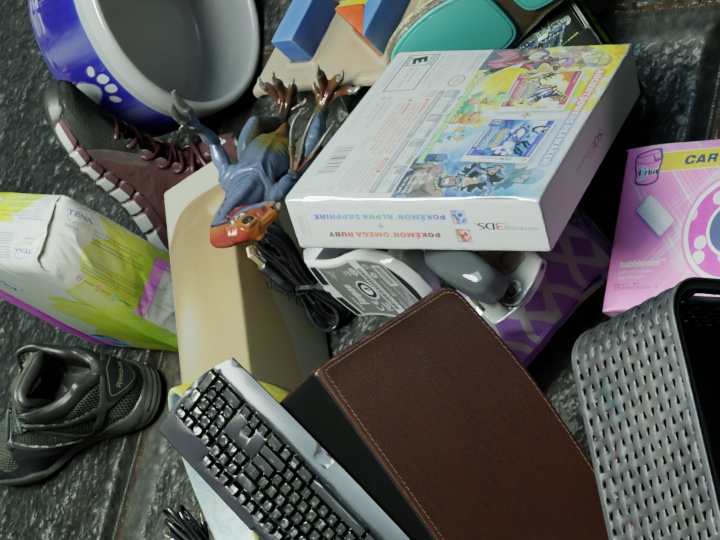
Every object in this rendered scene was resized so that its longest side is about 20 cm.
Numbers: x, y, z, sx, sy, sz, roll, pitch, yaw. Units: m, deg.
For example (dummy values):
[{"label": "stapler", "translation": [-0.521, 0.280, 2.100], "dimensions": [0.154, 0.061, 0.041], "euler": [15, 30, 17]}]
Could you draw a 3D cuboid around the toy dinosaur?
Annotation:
[{"label": "toy dinosaur", "translation": [-0.059, -0.069, 1.427], "dimensions": [0.104, 0.200, 0.182], "euler": [5, 57, 24]}]

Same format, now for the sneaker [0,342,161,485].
[{"label": "sneaker", "translation": [-0.270, 0.115, 1.598], "dimensions": [0.199, 0.114, 0.077], "euler": [-25, 53, 34]}]

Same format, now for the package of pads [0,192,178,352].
[{"label": "package of pads", "translation": [-0.223, 0.004, 1.544], "dimensions": [0.154, 0.200, 0.069], "euler": [3, 70, 43]}]

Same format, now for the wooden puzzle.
[{"label": "wooden puzzle", "translation": [-0.001, -0.227, 1.519], "dimensions": [0.199, 0.046, 0.186], "euler": [-3, 57, 53]}]

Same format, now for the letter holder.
[{"label": "letter holder", "translation": [0.056, 0.132, 1.254], "dimensions": [0.200, 0.142, 0.101], "euler": [54, 143, 6]}]

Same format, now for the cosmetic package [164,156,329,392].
[{"label": "cosmetic package", "translation": [-0.086, 0.024, 1.479], "dimensions": [0.071, 0.105, 0.201], "euler": [-30, 53, 30]}]

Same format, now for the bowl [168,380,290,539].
[{"label": "bowl", "translation": [-0.047, 0.154, 1.351], "dimensions": [0.107, 0.201, 0.200], "euler": [-23, 45, -14]}]

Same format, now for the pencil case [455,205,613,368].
[{"label": "pencil case", "translation": [0.100, 0.038, 1.322], "dimensions": [0.085, 0.084, 0.200], "euler": [42, 102, 17]}]

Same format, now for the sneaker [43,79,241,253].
[{"label": "sneaker", "translation": [-0.156, -0.099, 1.552], "dimensions": [0.115, 0.200, 0.076], "euler": [-30, 34, 16]}]

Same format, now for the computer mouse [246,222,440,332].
[{"label": "computer mouse", "translation": [0.000, 0.000, 1.378], "dimensions": [0.044, 0.110, 0.200], "euler": [-54, 26, -22]}]

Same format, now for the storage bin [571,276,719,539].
[{"label": "storage bin", "translation": [0.213, 0.115, 1.097], "dimensions": [0.094, 0.134, 0.201], "euler": [-34, 60, 49]}]

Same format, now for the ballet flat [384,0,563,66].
[{"label": "ballet flat", "translation": [0.104, -0.203, 1.390], "dimensions": [0.199, 0.071, 0.071], "euler": [-33, 51, 24]}]

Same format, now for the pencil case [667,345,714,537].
[{"label": "pencil case", "translation": [0.186, 0.145, 1.179], "dimensions": [0.083, 0.086, 0.201], "euler": [-27, 54, 43]}]

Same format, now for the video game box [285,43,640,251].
[{"label": "video game box", "translation": [0.073, -0.084, 1.286], "dimensions": [0.181, 0.047, 0.200], "euler": [-1, 34, 29]}]

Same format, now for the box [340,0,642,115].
[{"label": "box", "translation": [0.088, -0.141, 1.442], "dimensions": [0.200, 0.047, 0.194], "euler": [-42, 49, 18]}]

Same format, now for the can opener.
[{"label": "can opener", "translation": [0.057, -0.032, 1.292], "dimensions": [0.053, 0.067, 0.200], "euler": [-51, 37, 8]}]

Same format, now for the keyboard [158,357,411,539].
[{"label": "keyboard", "translation": [-0.058, 0.162, 1.224], "dimensions": [0.200, 0.021, 0.127], "euler": [44, 111, 19]}]

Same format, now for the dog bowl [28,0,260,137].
[{"label": "dog bowl", "translation": [-0.179, -0.215, 1.612], "dimensions": [0.079, 0.200, 0.201], "euler": [-21, 57, 37]}]

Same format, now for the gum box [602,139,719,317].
[{"label": "gum box", "translation": [0.250, -0.020, 1.216], "dimensions": [0.199, 0.066, 0.114], "euler": [-3, 69, 41]}]
